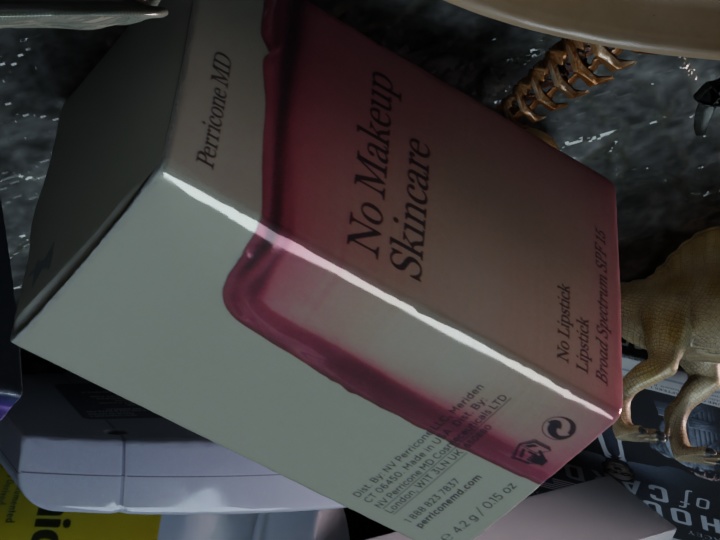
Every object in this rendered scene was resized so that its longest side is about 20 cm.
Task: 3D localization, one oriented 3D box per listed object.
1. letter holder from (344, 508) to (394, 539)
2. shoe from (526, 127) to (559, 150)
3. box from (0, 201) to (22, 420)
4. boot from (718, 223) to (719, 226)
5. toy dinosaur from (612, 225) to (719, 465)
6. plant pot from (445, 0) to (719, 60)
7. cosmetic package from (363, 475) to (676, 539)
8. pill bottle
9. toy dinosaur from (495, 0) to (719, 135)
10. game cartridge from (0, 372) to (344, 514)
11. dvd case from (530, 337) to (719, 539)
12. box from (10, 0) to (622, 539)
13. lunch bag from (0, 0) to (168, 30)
[{"bbox_3d":[0.007,0.161,1.171,0.141,0.101,0.200,-18,147,10],"label":"letter holder"},{"bbox_3d":[0.000,0.000,0.965,0.199,0.054,0.070,-25,146,17],"label":"shoe"},{"bbox_3d":[-0.244,0.048,0.899,0.147,0.105,0.200,10,141,-31],"label":"box"},{"bbox_3d":[0.178,0.013,1.064,0.199,0.075,0.097,-27,120,40],"label":"boot"},{"bbox_3d":[0.140,0.028,0.969,0.199,0.102,0.058,0,162,27],"label":"toy dinosaur"},{"bbox_3d":[0.103,-0.138,0.726,0.199,0.093,0.201,9,171,1],"label":"plant pot"},{"bbox_3d":[0.049,0.183,1.045,0.199,0.052,0.151,-6,128,-51],"label":"cosmetic package"},{"bbox_3d":[-0.109,0.142,1.039,0.198,0.112,0.112,0,150,12],"label":"pill bottle"},{"bbox_3d":[0.152,-0.104,0.858,0.199,0.103,0.136,-7,137,26],"label":"toy dinosaur"},{"bbox_3d":[-0.064,0.074,0.998,0.199,0.133,0.042,0,105,-20],"label":"game cartridge"},{"bbox_3d":[0.125,0.078,1.088,0.149,0.025,0.200,13,152,20],"label":"dvd case"},{"bbox_3d":[-0.011,-0.005,0.834,0.199,0.128,0.109,28,131,-23],"label":"box"},{"bbox_3d":[-0.128,-0.133,0.661,0.163,0.118,0.200,-1,151,-20],"label":"lunch bag"}]
